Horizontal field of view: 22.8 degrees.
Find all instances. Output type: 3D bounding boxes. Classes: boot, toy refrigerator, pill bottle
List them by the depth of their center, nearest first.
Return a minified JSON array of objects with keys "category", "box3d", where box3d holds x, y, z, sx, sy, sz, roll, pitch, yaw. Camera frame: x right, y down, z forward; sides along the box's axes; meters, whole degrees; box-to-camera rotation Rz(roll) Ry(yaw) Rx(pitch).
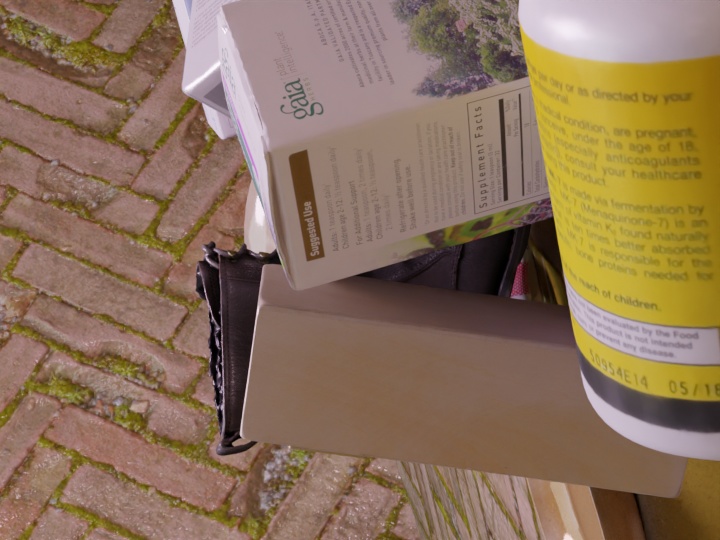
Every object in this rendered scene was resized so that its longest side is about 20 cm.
[{"category":"pill bottle","box3d":[0.111,-0.052,0.563,0.114,0.113,0.202,-115,10,-62]},{"category":"toy refrigerator","box3d":[0.048,0.052,0.813,0.076,0.198,0.071,-98,17,-76]},{"category":"boot","box3d":[0.000,0.000,0.940,0.069,0.172,0.202,112,160,-65]}]

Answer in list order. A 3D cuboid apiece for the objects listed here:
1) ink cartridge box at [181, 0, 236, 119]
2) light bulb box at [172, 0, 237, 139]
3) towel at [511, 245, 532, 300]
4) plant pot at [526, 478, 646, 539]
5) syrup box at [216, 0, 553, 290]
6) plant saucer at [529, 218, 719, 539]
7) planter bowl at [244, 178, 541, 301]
[{"category":"ink cartridge box","box3d":[-0.019,-0.203,0.966,0.199,0.044,0.178,-33,44,40]},{"category":"light bulb box","box3d":[-0.037,-0.218,1.231,0.125,0.196,0.202,-136,29,-76]},{"category":"towel","box3d":[0.030,-0.060,1.044,0.030,0.145,0.202,39,-132,-65]},{"category":"plant pot","box3d":[0.121,0.123,0.975,0.200,0.027,0.202,163,90,-84]},{"category":"syrup box","box3d":[0.052,-0.071,0.671,0.082,0.198,0.079,80,171,-50]},{"category":"plant saucer","box3d":[0.143,0.060,0.956,0.200,0.048,0.202,-119,13,-69]},{"category":"planter bowl","box3d":[0.045,-0.024,1.130,0.134,0.199,0.202,17,128,51]}]
